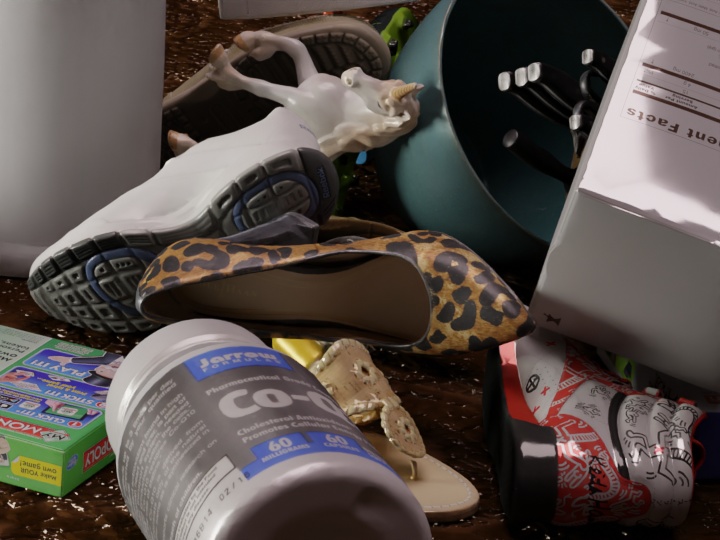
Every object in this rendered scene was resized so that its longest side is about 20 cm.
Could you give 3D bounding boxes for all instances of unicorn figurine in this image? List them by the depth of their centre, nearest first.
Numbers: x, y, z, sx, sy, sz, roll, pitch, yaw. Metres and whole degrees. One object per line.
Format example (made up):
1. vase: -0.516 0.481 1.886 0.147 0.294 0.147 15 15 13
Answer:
1. unicorn figurine: -0.042 -0.088 1.690 0.137 0.200 0.074 33 36 10

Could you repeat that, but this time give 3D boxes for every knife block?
1. knife block: 0.167 -0.062 1.664 0.175 0.064 0.200 11 -23 6

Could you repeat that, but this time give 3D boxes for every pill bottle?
1. pill bottle: -0.051 0.102 1.278 0.114 0.114 0.200 -3 22 -21

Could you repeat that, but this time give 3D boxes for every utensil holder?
1. utensil holder: -0.205 -0.117 1.714 0.170 0.200 0.170 5 20 -2

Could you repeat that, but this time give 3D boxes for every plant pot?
1. plant pot: 0.087 -0.084 1.756 0.200 0.200 0.135 -14 -8 -42

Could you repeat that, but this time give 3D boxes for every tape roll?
1. tape roll: 0.000 -0.199 1.821 0.202 0.037 0.203 -6 8 1

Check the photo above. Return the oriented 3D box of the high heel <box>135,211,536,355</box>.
1. high heel: -0.017 0.022 1.449 0.200 0.072 0.142 18 27 36

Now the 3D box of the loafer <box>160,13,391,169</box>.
1. loafer: -0.064 -0.126 1.776 0.200 0.076 0.068 -20 29 30

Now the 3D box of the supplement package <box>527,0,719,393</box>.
1. supplement package: 0.183 -0.057 1.471 0.120 0.121 0.200 21 53 3

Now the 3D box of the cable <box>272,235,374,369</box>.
1. cable: -0.059 0.003 1.588 0.200 0.097 0.050 23 -10 33

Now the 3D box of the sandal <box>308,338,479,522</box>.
1. sandal: -0.022 0.067 1.443 0.078 0.070 0.212 -15 28 -43

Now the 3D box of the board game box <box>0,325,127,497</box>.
1. board game box: -0.216 0.065 1.463 0.200 0.029 0.135 13 22 21

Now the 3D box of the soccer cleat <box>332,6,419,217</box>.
1. soccer cleat: -0.020 -0.109 1.831 0.081 0.068 0.200 7 51 29

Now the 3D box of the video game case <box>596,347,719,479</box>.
1. video game case: 0.258 0.064 1.555 0.200 0.046 0.181 0 21 -13

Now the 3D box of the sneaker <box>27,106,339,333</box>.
1. sneaker: -0.106 -0.029 1.596 0.200 0.075 0.087 -24 33 7

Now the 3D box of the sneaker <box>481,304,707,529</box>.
1. sneaker: 0.126 0.079 1.453 0.108 0.067 0.201 4 23 -4

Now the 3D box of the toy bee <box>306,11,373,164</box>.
1. toy bee: -0.005 -0.131 1.923 0.200 0.109 0.131 10 48 28

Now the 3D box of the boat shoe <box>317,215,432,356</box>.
1. boat shoe: 0.000 0.000 1.626 0.200 0.074 0.066 22 11 28
